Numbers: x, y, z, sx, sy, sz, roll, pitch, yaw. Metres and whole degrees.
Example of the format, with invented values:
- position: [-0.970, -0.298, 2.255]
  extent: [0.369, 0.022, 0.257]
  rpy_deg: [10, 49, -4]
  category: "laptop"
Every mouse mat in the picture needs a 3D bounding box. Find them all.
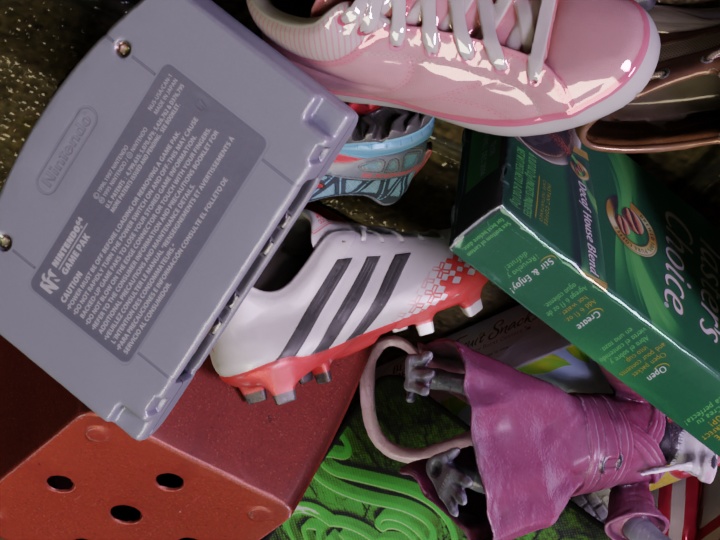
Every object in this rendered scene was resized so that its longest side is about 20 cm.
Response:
- position: [0.048, 0.174, 1.477]
  extent: [0.199, 0.161, 0.008]
  rpy_deg: [35, 168, 4]
  category: "mouse mat"

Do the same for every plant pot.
- position: [-0.117, 0.063, 1.460]
  extent: [0.199, 0.177, 0.200]
  rpy_deg: [28, 136, -26]
  category: "plant pot"

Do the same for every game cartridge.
- position: [-0.104, -0.034, 1.307]
  extent: [0.133, 0.040, 0.201]
  rpy_deg: [37, 107, 8]
  category: "game cartridge"

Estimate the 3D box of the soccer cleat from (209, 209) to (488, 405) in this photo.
- position: [0.000, 0.000, 1.407]
  extent: [0.068, 0.199, 0.086]
  rpy_deg: [-2, 110, 56]
  category: "soccer cleat"

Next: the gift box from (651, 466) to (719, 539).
- position: [0.238, 0.218, 1.607]
  extent: [0.186, 0.185, 0.200]
  rpy_deg: [24, 131, -25]
  category: "gift box"

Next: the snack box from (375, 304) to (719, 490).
- position: [0.120, 0.079, 1.552]
  extent: [0.199, 0.053, 0.142]
  rpy_deg: [-25, 130, 31]
  category: "snack box"

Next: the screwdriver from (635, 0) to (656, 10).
- position: [0.051, -0.133, 1.334]
  extent: [0.198, 0.029, 0.028]
  rpy_deg: [-2, 141, 20]
  category: "screwdriver"

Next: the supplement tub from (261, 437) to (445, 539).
- position: [-0.021, 0.182, 1.580]
  extent: [0.144, 0.147, 0.200]
  rpy_deg: [11, 165, -8]
  category: "supplement tub"

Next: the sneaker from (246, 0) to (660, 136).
- position: [0.036, -0.119, 1.266]
  extent: [0.199, 0.076, 0.105]
  rpy_deg: [6, 161, 23]
  category: "sneaker"

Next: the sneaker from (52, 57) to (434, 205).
- position: [-0.061, -0.063, 1.379]
  extent: [0.198, 0.080, 0.096]
  rpy_deg: [4, 143, 1]
  category: "sneaker"

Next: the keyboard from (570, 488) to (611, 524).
- position: [0.146, 0.171, 1.511]
  extent: [0.056, 0.011, 0.201]
  rpy_deg: [-37, 83, 33]
  category: "keyboard"

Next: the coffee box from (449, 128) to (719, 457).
- position: [0.135, -0.005, 1.376]
  extent: [0.200, 0.123, 0.044]
  rpy_deg: [37, 125, -21]
  category: "coffee box"

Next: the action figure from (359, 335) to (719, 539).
- position: [0.116, 0.102, 1.459]
  extent: [0.199, 0.135, 0.149]
  rpy_deg: [2, 180, -32]
  category: "action figure"

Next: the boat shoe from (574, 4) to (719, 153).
- position: [0.197, -0.092, 1.320]
  extent: [0.198, 0.072, 0.076]
  rpy_deg: [-9, 139, 16]
  category: "boat shoe"
